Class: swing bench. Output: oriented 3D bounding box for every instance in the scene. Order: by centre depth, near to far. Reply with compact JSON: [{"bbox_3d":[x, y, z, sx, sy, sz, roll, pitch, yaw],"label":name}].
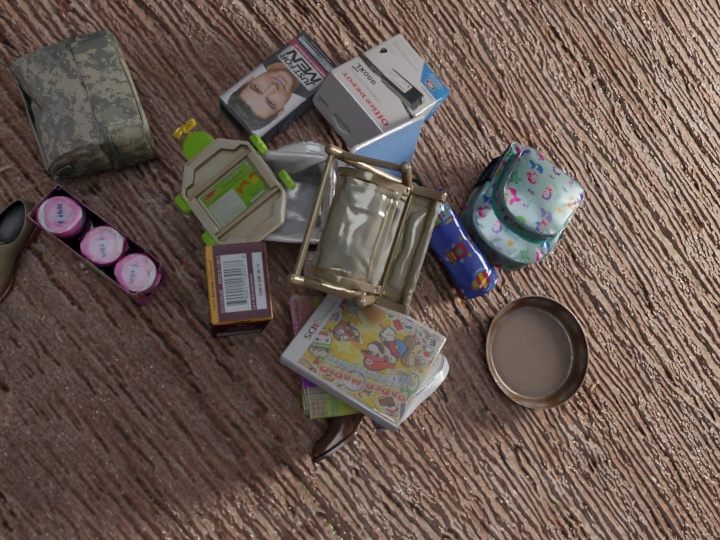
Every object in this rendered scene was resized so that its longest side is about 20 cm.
[{"bbox_3d":[0.016,-0.051,0.896,0.129,0.200,0.200,18,91,23],"label":"swing bench"}]

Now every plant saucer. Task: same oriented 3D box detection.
[{"bbox_3d":[0.312,0.145,1.100,0.199,0.032,0.202,2,80,-11],"label":"plant saucer"}]

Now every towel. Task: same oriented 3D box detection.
[{"bbox_3d":[-0.036,0.130,0.982,0.143,0.023,0.201,-2,71,-25],"label":"towel"}]

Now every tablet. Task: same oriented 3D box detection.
[{"bbox_3d":[0.032,-0.173,1.002,0.014,0.131,0.200,35,44,21],"label":"tablet"}]

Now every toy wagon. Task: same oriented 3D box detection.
[{"bbox_3d":[-0.196,-0.132,0.901,0.155,0.040,0.200,-38,87,3],"label":"toy wagon"}]

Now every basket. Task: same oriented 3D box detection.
[{"bbox_3d":[-0.134,-0.112,0.978,0.199,0.123,0.137,5,89,3],"label":"basket"}]

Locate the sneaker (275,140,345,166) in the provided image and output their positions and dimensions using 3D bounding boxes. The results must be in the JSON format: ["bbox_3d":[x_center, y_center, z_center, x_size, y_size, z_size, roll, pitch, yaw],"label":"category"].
[{"bbox_3d":[-0.057,-0.166,1.061,0.199,0.075,0.088,12,82,-9],"label":"sneaker"}]

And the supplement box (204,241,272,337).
[{"bbox_3d":[-0.186,0.034,0.925,0.085,0.200,0.111,-4,80,-14],"label":"supplement box"}]

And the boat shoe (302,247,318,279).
[{"bbox_3d":[0.000,0.000,1.045,0.199,0.072,0.069,1,101,-19],"label":"boat shoe"}]

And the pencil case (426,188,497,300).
[{"bbox_3d":[0.158,-0.042,1.056,0.078,0.087,0.200,-33,107,7],"label":"pencil case"}]

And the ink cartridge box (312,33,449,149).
[{"bbox_3d":[0.038,-0.302,1.067,0.145,0.084,0.200,49,54,0],"label":"ink cartridge box"}]

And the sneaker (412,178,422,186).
[{"bbox_3d":[0.046,-0.099,1.051,0.200,0.104,0.060,-42,90,-16],"label":"sneaker"}]

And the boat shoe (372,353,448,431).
[{"bbox_3d":[0.069,0.165,0.986,0.202,0.074,0.086,-33,100,-45],"label":"boat shoe"}]

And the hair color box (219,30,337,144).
[{"bbox_3d":[-0.140,-0.314,1.075,0.200,0.061,0.099,-44,91,-15],"label":"hair color box"}]

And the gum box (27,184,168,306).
[{"bbox_3d":[-0.389,-0.030,0.939,0.200,0.113,0.066,38,74,-3],"label":"gum box"}]

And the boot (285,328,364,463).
[{"bbox_3d":[-0.067,0.177,0.994,0.186,0.064,0.200,-42,93,-29],"label":"boot"}]

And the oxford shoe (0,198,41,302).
[{"bbox_3d":[-0.553,-0.021,0.921,0.070,0.075,0.201,22,76,-8],"label":"oxford shoe"}]

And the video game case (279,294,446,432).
[{"bbox_3d":[0.008,0.120,0.938,0.199,0.023,0.182,30,52,9],"label":"video game case"}]

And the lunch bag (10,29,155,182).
[{"bbox_3d":[-0.432,-0.253,0.958,0.167,0.139,0.201,-20,83,-16],"label":"lunch bag"}]

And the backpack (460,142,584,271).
[{"bbox_3d":[0.280,-0.105,1.087,0.177,0.151,0.200,37,79,-5],"label":"backpack"}]
